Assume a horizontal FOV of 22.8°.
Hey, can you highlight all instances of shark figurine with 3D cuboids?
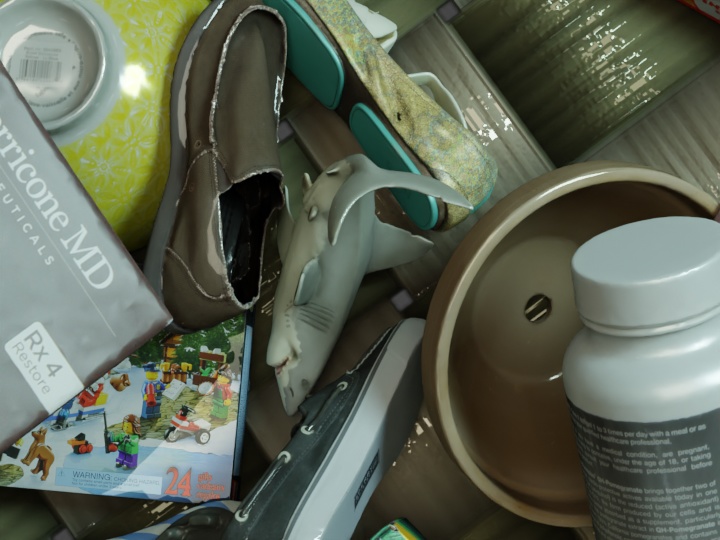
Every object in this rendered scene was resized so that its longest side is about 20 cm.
[{"bbox_3d":[0.005,-0.021,1.007,0.089,0.215,0.129,8,56,-14],"label":"shark figurine"}]

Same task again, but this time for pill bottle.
[{"bbox_3d":[0.164,0.080,0.914,0.110,0.111,0.202,-13,111,4],"label":"pill bottle"}]

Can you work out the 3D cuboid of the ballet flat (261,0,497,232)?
[{"bbox_3d":[0.009,-0.112,1.055,0.071,0.071,0.201,-38,77,0],"label":"ballet flat"}]

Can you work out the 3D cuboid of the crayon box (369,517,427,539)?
[{"bbox_3d":[0.069,0.228,0.983,0.058,0.119,0.200,-43,82,-1],"label":"crayon box"}]

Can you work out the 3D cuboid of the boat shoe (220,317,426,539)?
[{"bbox_3d":[-0.014,0.093,0.991,0.056,0.069,0.201,17,45,16],"label":"boat shoe"}]

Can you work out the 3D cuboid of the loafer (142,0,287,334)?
[{"bbox_3d":[-0.066,-0.061,1.017,0.070,0.073,0.202,3,81,34],"label":"loafer"}]

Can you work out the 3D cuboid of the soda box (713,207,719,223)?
[{"bbox_3d":[0.276,0.022,0.965,0.199,0.070,0.064,32,87,-25],"label":"soda box"}]

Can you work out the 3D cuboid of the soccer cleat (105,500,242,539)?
[{"bbox_3d":[-0.124,0.185,1.035,0.199,0.086,0.071,-21,76,26],"label":"soccer cleat"}]

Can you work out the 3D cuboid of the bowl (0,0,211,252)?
[{"bbox_3d":[-0.176,-0.111,1.047,0.198,0.108,0.203,-1,84,6],"label":"bowl"}]

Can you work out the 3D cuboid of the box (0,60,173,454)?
[{"bbox_3d":[-0.240,0.022,0.921,0.200,0.164,0.167,-38,100,-23],"label":"box"}]

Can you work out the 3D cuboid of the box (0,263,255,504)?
[{"bbox_3d":[-0.165,0.063,1.062,0.198,0.038,0.138,4,84,6],"label":"box"}]

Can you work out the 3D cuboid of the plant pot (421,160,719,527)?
[{"bbox_3d":[0.116,0.032,0.993,0.199,0.093,0.203,-7,108,-21],"label":"plant pot"}]

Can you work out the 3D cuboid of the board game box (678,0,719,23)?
[{"bbox_3d":[0.216,-0.234,1.055,0.199,0.046,0.152,30,87,7],"label":"board game box"}]
